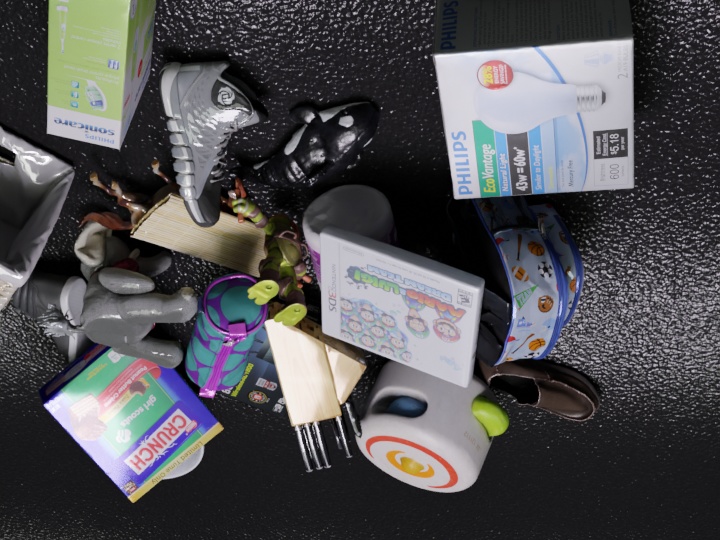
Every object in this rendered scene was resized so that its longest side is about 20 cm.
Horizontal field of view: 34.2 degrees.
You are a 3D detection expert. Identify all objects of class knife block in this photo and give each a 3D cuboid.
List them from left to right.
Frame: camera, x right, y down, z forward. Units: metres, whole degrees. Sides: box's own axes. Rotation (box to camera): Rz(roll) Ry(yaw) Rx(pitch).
[{"bbox_3d":[-0.078,0.162,1.548,0.200,0.064,0.176,30,102,-13],"label":"knife block"}]

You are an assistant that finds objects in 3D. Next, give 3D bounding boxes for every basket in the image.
[{"bbox_3d":[-0.488,-0.066,1.433,0.198,0.200,0.161,29,137,-18],"label":"basket"}]

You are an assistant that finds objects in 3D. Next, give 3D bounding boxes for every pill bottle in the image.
[{"bbox_3d":[0.000,0.000,1.474,0.112,0.113,0.200,-4,133,12],"label":"pill bottle"}]

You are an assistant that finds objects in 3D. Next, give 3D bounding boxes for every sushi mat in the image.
[{"bbox_3d":[-0.184,-0.042,1.490,0.200,0.012,0.096,19,139,-35],"label":"sushi mat"}]

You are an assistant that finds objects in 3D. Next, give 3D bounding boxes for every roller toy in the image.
[{"bbox_3d":[0.091,0.219,1.625,0.182,0.140,0.200,28,151,-3],"label":"roller toy"}]

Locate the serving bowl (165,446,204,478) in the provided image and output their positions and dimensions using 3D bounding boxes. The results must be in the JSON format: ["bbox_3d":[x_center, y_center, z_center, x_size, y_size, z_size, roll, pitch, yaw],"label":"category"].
[{"bbox_3d":[-0.331,0.234,1.787,0.199,0.066,0.201,5,134,5],"label":"serving bowl"}]

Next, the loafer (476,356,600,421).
[{"bbox_3d":[0.244,0.168,1.627,0.199,0.071,0.073,25,133,-15],"label":"loafer"}]

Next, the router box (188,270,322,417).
[{"bbox_3d":[-0.138,0.107,1.634,0.149,0.062,0.200,22,133,-10],"label":"router box"}]

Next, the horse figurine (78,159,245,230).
[{"bbox_3d":[-0.250,-0.091,1.462,0.199,0.050,0.133,-20,141,15],"label":"horse figurine"}]

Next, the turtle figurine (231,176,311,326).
[{"bbox_3d":[-0.093,-0.013,1.424,0.064,0.162,0.200,-18,134,13],"label":"turtle figurine"}]

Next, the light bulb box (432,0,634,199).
[{"bbox_3d":[0.187,-0.193,1.248,0.199,0.125,0.199,-4,134,11],"label":"light bulb box"}]

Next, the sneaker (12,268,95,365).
[{"bbox_3d":[-0.429,0.064,1.644,0.099,0.071,0.200,18,143,11],"label":"sneaker"}]

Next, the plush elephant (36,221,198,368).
[{"bbox_3d":[-0.309,0.021,1.529,0.199,0.155,0.165,5,144,-7],"label":"plush elephant"}]

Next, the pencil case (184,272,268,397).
[{"bbox_3d":[-0.173,0.083,1.480,0.085,0.093,0.200,10,151,-9],"label":"pencil case"}]

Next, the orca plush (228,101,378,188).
[{"bbox_3d":[-0.068,-0.132,1.384,0.199,0.071,0.105,-12,131,20],"label":"orca plush"}]

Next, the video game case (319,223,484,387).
[{"bbox_3d":[0.045,0.044,1.379,0.199,0.024,0.182,20,140,17],"label":"video game case"}]

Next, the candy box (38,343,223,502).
[{"bbox_3d":[-0.322,0.197,1.647,0.169,0.077,0.200,-40,112,-7],"label":"candy box"}]

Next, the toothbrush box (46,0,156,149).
[{"bbox_3d":[-0.273,-0.256,1.245,0.086,0.146,0.200,13,134,-5],"label":"toothbrush box"}]

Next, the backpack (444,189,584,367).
[{"bbox_3d":[0.179,0.016,1.408,0.153,0.191,0.200,-5,135,-9],"label":"backpack"}]

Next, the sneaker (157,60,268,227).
[{"bbox_3d":[-0.159,-0.148,1.359,0.115,0.075,0.201,-8,113,5],"label":"sneaker"}]
